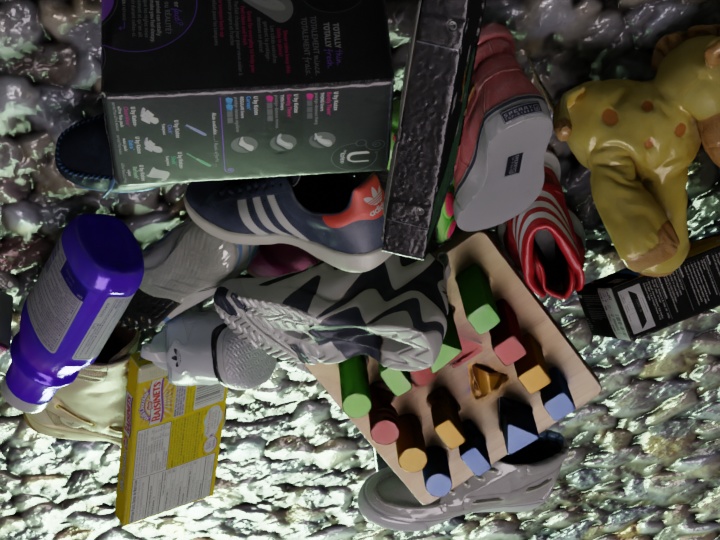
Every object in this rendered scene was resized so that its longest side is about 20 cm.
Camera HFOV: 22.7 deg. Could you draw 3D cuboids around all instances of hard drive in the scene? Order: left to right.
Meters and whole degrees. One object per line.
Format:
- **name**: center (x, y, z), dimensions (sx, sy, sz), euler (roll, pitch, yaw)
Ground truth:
- **hard drive**: center (0.054, -0.127, 1.254), dimensions (0.038, 0.140, 0.201), euler (12, 121, 7)

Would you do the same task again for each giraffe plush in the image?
- **giraffe plush**: center (0.246, -0.114, 1.389), dimensions (0.161, 0.173, 0.201), euler (-27, 108, 14)

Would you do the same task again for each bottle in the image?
- **bottle**: center (-0.255, 0.043, 1.554), dimensions (0.065, 0.084, 0.200), euler (3, 135, -38)

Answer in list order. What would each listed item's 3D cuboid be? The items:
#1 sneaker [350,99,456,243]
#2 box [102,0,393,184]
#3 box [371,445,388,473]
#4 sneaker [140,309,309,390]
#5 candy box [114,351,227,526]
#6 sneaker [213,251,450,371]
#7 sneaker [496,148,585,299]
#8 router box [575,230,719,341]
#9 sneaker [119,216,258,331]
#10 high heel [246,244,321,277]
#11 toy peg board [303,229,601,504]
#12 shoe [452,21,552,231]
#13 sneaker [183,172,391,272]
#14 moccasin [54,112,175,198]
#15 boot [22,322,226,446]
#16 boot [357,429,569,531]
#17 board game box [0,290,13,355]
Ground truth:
- **sneaker**: center (0.035, -0.087, 1.458), dimensions (0.083, 0.077, 0.200), euler (14, 161, 27)
- **box**: center (-0.081, -0.143, 1.272), dimensions (0.198, 0.123, 0.106), euler (-3, 147, -3)
- **box**: center (0.063, 0.107, 1.715), dimensions (0.121, 0.107, 0.200), euler (-7, 148, 1)
- **sneaker**: center (-0.108, 0.059, 1.613), dimensions (0.114, 0.076, 0.200), euler (2, -171, 27)
- **candy box**: center (-0.177, 0.150, 1.693), dimensions (0.102, 0.026, 0.201), euler (-14, 132, -30)
- **sneaker**: center (-0.015, 0.007, 1.500), dimensions (0.198, 0.130, 0.080), euler (3, 138, 22)
- **sneaker**: center (0.157, -0.007, 1.543), dimensions (0.078, 0.116, 0.200), euler (-14, 147, 13)
- **router box**: center (0.272, 0.010, 1.531), dimensions (0.148, 0.051, 0.200), euler (-21, 180, -2)
- **sneaker**: center (-0.156, -0.002, 1.553), dimensions (0.199, 0.072, 0.072), euler (-25, -177, 42)
- **high heel**: center (0.000, 0.000, 1.573), dimensions (0.199, 0.068, 0.096), euler (25, 149, -17)
- **toy peg board**: center (0.082, 0.104, 1.556), dimensions (0.199, 0.098, 0.200), euler (-34, 112, 13)
- **shoe**: center (0.100, -0.110, 1.403), dimensions (0.071, 0.092, 0.200), euler (-15, 158, -11)
- **sneaker**: center (-0.059, -0.065, 1.428), dimensions (0.199, 0.075, 0.085), euler (13, 130, 29)
- **moccasin**: center (-0.142, -0.107, 1.367), dimensions (0.198, 0.081, 0.068), euler (-10, 172, 8)
- **boot**: center (-0.213, 0.102, 1.700), dimensions (0.198, 0.073, 0.156), euler (6, 144, -13)
- **boot**: center (0.098, 0.188, 1.696), dimensions (0.198, 0.074, 0.096), euler (-7, 144, -20)
- **board game box**: center (-0.430, 0.068, 1.617), dimensions (0.147, 0.065, 0.199), euler (24, 138, -37)
